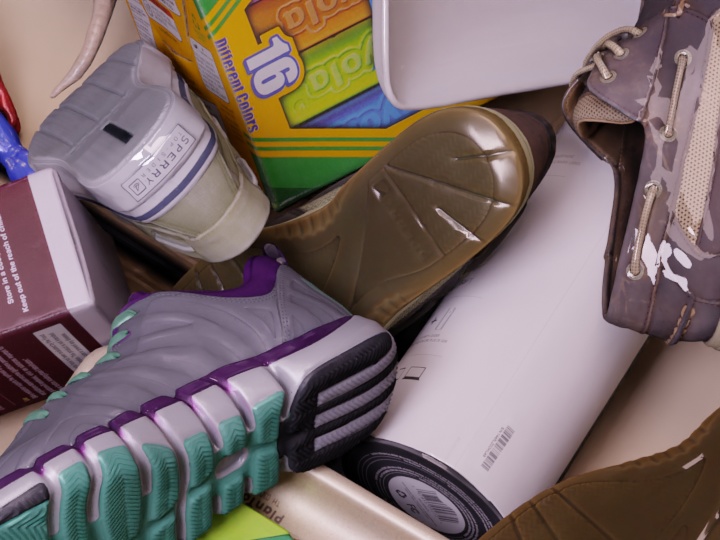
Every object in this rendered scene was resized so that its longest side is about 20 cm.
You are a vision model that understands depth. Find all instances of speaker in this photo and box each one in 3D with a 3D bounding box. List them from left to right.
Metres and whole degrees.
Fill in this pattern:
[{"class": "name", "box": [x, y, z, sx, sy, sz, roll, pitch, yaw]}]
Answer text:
[{"class": "speaker", "box": [0.076, 0.018, 1.109, 0.081, 0.081, 0.200, 25, 61, 18]}]

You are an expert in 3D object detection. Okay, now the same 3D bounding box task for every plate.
[{"class": "plate", "box": [0.064, -0.171, 1.082, 0.032, 0.200, 0.199, 5, 12, 43]}]

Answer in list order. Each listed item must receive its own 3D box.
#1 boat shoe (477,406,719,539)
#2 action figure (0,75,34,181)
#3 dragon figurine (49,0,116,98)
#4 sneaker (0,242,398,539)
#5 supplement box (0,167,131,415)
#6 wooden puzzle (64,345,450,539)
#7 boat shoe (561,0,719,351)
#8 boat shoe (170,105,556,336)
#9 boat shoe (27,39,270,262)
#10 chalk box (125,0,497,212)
[{"class": "boat shoe", "box": [0.120, 0.100, 0.997, 0.200, 0.065, 0.073, -28, 50, -1]}, {"class": "action figure", "box": [-0.179, -0.066, 1.197, 0.065, 0.052, 0.200, -25, 65, -18]}, {"class": "dragon figurine", "box": [-0.122, -0.166, 1.253, 0.059, 0.099, 0.200, -8, 76, -4]}, {"class": "sneaker", "box": [-0.086, 0.055, 1.002, 0.200, 0.074, 0.088, -23, 50, -32]}, {"class": "supplement box", "box": [-0.193, 0.032, 1.074, 0.200, 0.109, 0.061, -20, 74, 2]}, {"class": "wooden puzzle", "box": [-0.078, 0.142, 0.999, 0.185, 0.037, 0.200, 30, 66, 14]}, {"class": "boat shoe", "box": [0.119, -0.067, 1.068, 0.073, 0.075, 0.200, 1, 69, -9]}, {"class": "boat shoe", "box": [0.000, -0.001, 1.097, 0.066, 0.201, 0.072, -14, 71, -56]}, {"class": "boat shoe", "box": [-0.086, -0.042, 1.105, 0.072, 0.062, 0.200, -44, 18, 1]}, {"class": "chalk box", "box": [0.008, -0.136, 1.164, 0.200, 0.124, 0.125, -29, 28, -14]}]
